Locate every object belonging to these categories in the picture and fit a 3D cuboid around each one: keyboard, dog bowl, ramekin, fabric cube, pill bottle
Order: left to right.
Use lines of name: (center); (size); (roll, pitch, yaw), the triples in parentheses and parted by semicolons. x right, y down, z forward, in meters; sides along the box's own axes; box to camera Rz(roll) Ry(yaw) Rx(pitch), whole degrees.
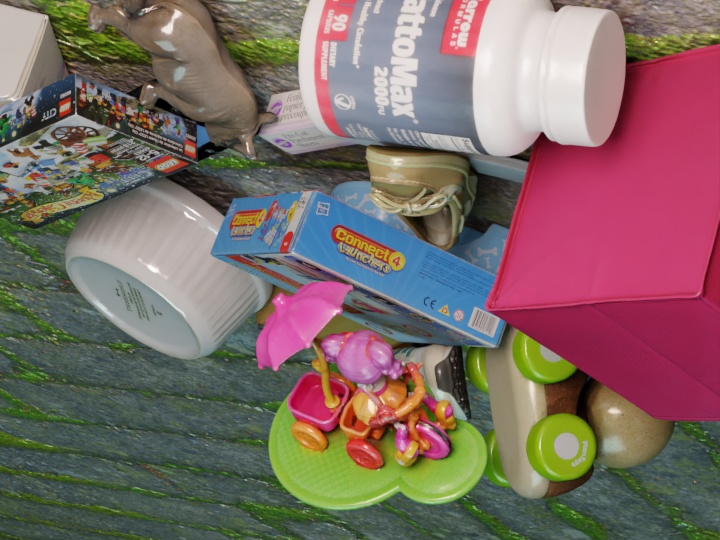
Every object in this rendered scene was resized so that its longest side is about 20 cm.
ramekin: (-0.190, 0.000, 1.979); (0.202, 0.094, 0.203); (28, 157, 13)
dog bowl: (0.062, -0.017, 1.854); (0.199, 0.050, 0.111); (20, 161, -8)
keyboard: (0.068, -0.091, 1.630); (0.199, 0.011, 0.056); (12, 174, -34)
pill bottle: (0.070, -0.140, 1.398); (0.199, 0.120, 0.120); (8, 159, 23)
fabric cube: (0.240, -0.020, 1.465); (0.199, 0.197, 0.199); (31, 157, -36)

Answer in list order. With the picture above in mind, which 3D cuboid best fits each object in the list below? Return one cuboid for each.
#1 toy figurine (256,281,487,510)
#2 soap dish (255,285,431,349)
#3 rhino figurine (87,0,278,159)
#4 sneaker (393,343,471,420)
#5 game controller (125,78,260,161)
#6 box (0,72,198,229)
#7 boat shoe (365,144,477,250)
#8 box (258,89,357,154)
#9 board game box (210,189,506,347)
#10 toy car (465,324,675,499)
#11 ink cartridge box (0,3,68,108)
toy figurine: (-0.006, 0.091, 1.676); (0.199, 0.150, 0.184); (17, 150, 28)
soap dish: (-0.007, 0.029, 1.994); (0.157, 0.082, 0.200); (23, 161, -17)
rhino figurine: (-0.125, -0.146, 1.613); (0.087, 0.060, 0.200); (5, 148, 32)
sneaker: (0.048, 0.103, 1.859); (0.093, 0.071, 0.200); (-8, 178, 1)
game controller: (-0.164, -0.122, 1.773); (0.104, 0.042, 0.200); (26, 160, -24)
box: (-0.250, -0.094, 1.702); (0.199, 0.038, 0.136); (-19, 154, 37)
boat shoe: (0.048, -0.057, 1.619); (0.073, 0.064, 0.201); (7, 176, 11)
box: (0.000, -0.125, 1.624); (0.041, 0.039, 0.199); (31, 157, -36)
board game box: (0.000, 0.000, 1.742); (0.199, 0.056, 0.196); (25, 171, -21)
toy car: (0.211, 0.106, 1.771); (0.199, 0.159, 0.164); (-6, 174, -15)
ink cartridge box: (-0.326, -0.153, 1.759); (0.145, 0.088, 0.200); (14, 162, 7)
